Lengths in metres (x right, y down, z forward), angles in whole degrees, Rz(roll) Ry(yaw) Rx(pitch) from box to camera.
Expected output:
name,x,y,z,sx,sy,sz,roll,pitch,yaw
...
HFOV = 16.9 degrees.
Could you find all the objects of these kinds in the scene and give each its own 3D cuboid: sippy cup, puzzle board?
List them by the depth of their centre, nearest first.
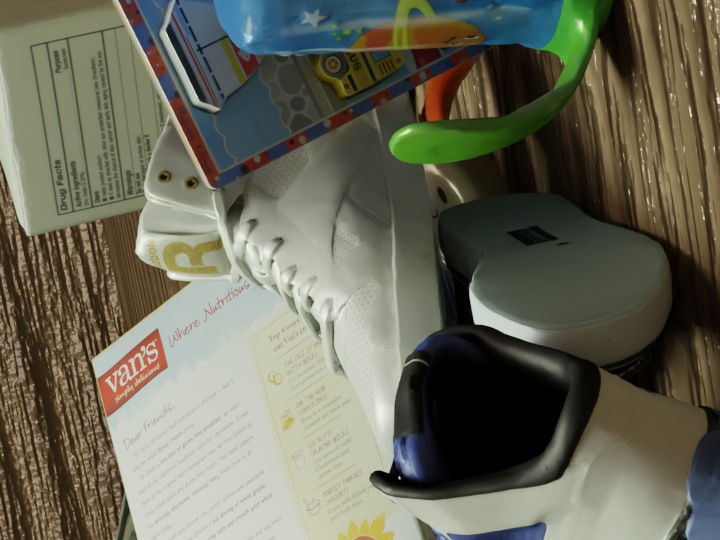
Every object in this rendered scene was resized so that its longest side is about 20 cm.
name,x,y,z,sx,sy,sz,roll,pitch,yaw
sippy cup,0.008,-0.134,0.855,0.178,0.130,0.140,-114,17,-49
puzzle board,-0.037,-0.151,0.910,0.201,0.150,0.017,64,157,-6

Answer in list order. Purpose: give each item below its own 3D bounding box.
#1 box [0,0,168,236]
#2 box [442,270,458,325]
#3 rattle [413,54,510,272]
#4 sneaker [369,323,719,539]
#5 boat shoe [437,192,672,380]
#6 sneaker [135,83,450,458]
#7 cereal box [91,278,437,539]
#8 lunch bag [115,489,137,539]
name,x,y,z,sx,sy,sz,roll,pitch,yaw
box,-0.085,-0.116,1.176,0.109,0.199,0.128,-115,16,-45
box,0.031,0.061,1.212,0.200,0.040,0.137,107,149,-69
rattle,0.000,0.000,1.017,0.130,0.142,0.200,-126,26,-42
sneaker,0.050,0.071,0.802,0.199,0.115,0.081,-41,22,58
boat shoe,0.075,0.032,0.889,0.200,0.071,0.091,-116,15,-77
sneaker,-0.026,0.002,0.916,0.200,0.115,0.074,-100,1,-46
cereal box,-0.031,0.089,0.983,0.144,0.039,0.201,-36,57,31
lunch bag,-0.050,0.170,1.170,0.200,0.139,0.168,-85,0,-52
